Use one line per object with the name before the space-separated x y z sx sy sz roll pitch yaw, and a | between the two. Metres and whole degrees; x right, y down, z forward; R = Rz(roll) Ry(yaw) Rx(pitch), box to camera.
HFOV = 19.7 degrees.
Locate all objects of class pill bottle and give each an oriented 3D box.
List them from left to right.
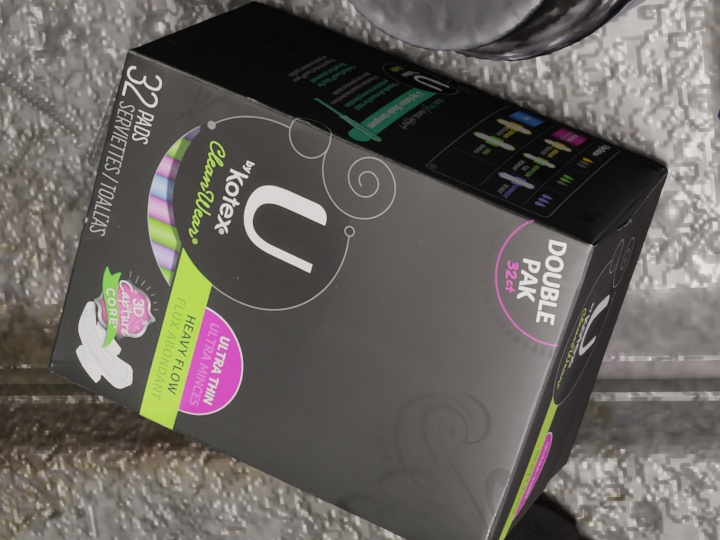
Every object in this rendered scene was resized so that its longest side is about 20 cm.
pill bottle | 0.062 -0.136 0.734 0.111 0.200 0.113 6 107 21

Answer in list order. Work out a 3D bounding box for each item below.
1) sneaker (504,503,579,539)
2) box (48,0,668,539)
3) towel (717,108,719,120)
sneaker | 0.094 0.197 0.900 0.087 0.074 0.201 -35 86 40
box | 0.000 0.000 0.841 0.199 0.124 0.149 24 114 14
towel | 0.245 -0.090 0.760 0.199 0.050 0.148 23 119 15
